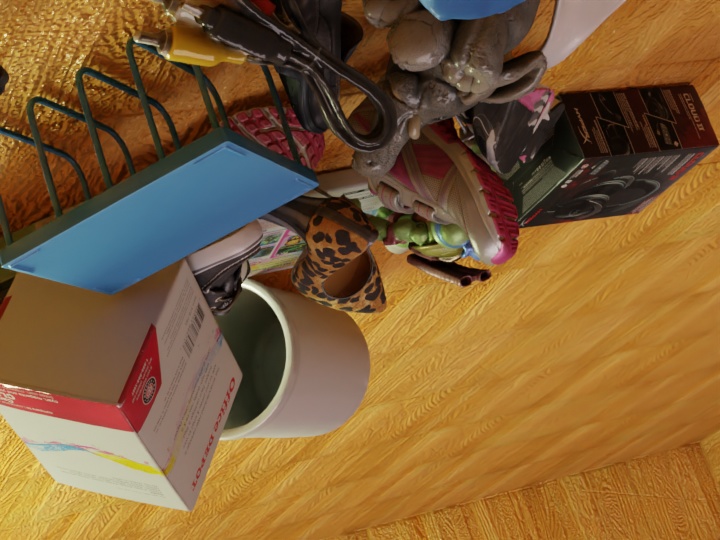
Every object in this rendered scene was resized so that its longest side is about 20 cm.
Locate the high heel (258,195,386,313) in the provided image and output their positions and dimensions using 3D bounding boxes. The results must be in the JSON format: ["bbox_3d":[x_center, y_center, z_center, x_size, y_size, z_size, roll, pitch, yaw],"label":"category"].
[{"bbox_3d":[0.000,0.000,1.297,0.200,0.142,0.072,44,73,-43],"label":"high heel"}]

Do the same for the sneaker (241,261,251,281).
[{"bbox_3d":[-0.186,0.033,1.429,0.199,0.074,0.080,-23,-177,25],"label":"sneaker"}]

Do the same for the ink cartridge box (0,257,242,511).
[{"bbox_3d":[-0.208,0.090,1.270,0.143,0.146,0.201,8,148,19],"label":"ink cartridge box"}]

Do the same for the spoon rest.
[{"bbox_3d":[0.170,-0.215,1.180,0.099,0.061,0.200,-3,156,-42],"label":"spoon rest"}]

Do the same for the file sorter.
[{"bbox_3d":[-0.161,-0.086,1.108,0.199,0.124,0.139,-27,160,19],"label":"file sorter"}]

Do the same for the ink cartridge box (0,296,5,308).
[{"bbox_3d":[-0.352,0.071,1.324,0.163,0.076,0.200,4,167,17],"label":"ink cartridge box"}]

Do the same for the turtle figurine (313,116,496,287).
[{"bbox_3d":[0.053,-0.082,1.371,0.145,0.199,0.194,-57,-179,-3],"label":"turtle figurine"}]

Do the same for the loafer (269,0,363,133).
[{"bbox_3d":[-0.030,-0.162,1.113,0.072,0.073,0.200,-23,162,1],"label":"loafer"}]

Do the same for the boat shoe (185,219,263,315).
[{"bbox_3d":[-0.136,0.010,1.298,0.199,0.066,0.070,-25,-168,48],"label":"boat shoe"}]

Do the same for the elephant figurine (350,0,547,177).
[{"bbox_3d":[0.066,-0.167,1.116,0.154,0.143,0.200,2,160,5],"label":"elephant figurine"}]

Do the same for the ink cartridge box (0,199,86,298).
[{"bbox_3d":[-0.263,0.005,1.384,0.145,0.048,0.200,-24,159,9],"label":"ink cartridge box"}]

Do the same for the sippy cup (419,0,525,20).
[{"bbox_3d":[0.063,-0.231,0.915,0.177,0.131,0.140,-24,162,12],"label":"sippy cup"}]

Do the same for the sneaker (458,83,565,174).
[{"bbox_3d":[0.110,-0.134,1.256,0.081,0.086,0.200,-59,170,6],"label":"sneaker"}]

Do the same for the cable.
[{"bbox_3d":[-0.052,-0.157,1.017,0.199,0.050,0.098,25,94,-31],"label":"cable"}]

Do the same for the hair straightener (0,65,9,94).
[{"bbox_3d":[-0.283,-0.147,0.959,0.076,0.041,0.200,-19,166,-1],"label":"hair straightener"}]

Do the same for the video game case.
[{"bbox_3d":[-0.074,-0.043,1.477,0.199,0.024,0.182,-13,161,-23],"label":"video game case"}]

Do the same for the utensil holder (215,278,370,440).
[{"bbox_3d":[-0.099,0.101,1.630,0.169,0.171,0.200,-27,162,21],"label":"utensil holder"}]

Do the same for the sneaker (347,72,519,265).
[{"bbox_3d":[0.056,-0.074,1.217,0.088,0.201,0.081,-40,150,12],"label":"sneaker"}]

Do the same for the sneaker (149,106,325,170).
[{"bbox_3d":[-0.121,-0.081,1.260,0.199,0.081,0.075,-26,-170,14],"label":"sneaker"}]

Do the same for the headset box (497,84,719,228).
[{"bbox_3d":[0.252,-0.116,1.520,0.199,0.078,0.149,-6,157,-31],"label":"headset box"}]
